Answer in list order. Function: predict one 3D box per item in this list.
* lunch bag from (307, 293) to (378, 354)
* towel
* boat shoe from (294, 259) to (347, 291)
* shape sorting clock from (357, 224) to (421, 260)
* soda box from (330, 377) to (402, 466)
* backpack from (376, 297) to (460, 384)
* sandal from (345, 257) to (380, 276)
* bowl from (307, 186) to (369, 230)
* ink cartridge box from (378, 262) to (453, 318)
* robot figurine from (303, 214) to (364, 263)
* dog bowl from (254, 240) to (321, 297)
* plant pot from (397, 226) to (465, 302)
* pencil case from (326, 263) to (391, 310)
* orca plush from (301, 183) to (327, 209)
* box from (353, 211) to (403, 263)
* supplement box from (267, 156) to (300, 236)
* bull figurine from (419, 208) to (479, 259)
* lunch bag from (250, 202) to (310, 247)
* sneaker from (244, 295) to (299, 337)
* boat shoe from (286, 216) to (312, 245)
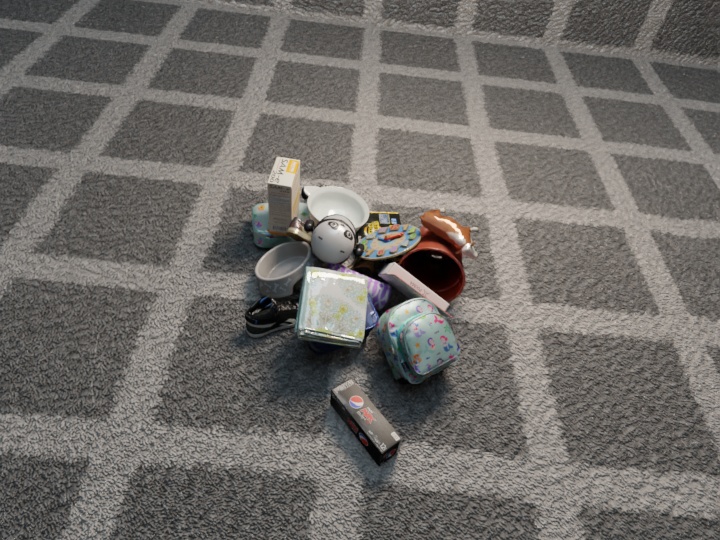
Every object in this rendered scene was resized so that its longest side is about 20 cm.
[{"bbox_3d":[-0.067,0.139,1.418,0.200,0.132,0.136,-14,67,-21],"label":"lunch bag"},{"bbox_3d":[-0.070,0.091,1.340,0.171,0.048,0.200,12,60,-12],"label":"towel"},{"bbox_3d":[-0.108,0.003,1.583,0.200,0.072,0.065,-31,63,-25],"label":"boat shoe"},{"bbox_3d":[0.080,-0.086,1.555,0.200,0.039,0.200,-14,23,6],"label":"shape sorting clock"},{"bbox_3d":[0.010,0.355,1.259,0.063,0.071,0.200,-26,55,-27],"label":"soda box"},{"bbox_3d":[0.143,0.173,1.352,0.177,0.151,0.200,-22,81,-24],"label":"backpack"},{"bbox_3d":[0.000,0.000,1.587,0.200,0.080,0.054,-37,39,-28],"label":"sandal"},{"bbox_3d":[-0.079,-0.170,1.687,0.201,0.090,0.201,10,45,-10],"label":"bowl"},{"bbox_3d":[0.157,0.053,1.455,0.200,0.176,0.045,37,81,-10],"label":"ink cartridge box"},{"bbox_3d":[-0.073,-0.093,1.492,0.150,0.125,0.200,-12,14,5],"label":"robot figurine"},{"bbox_3d":[-0.213,-0.011,1.531,0.200,0.059,0.200,-15,37,12],"label":"dog bowl"},{"bbox_3d":[0.223,-0.035,1.591,0.200,0.201,0.195,15,38,7],"label":"plant pot"},{"bbox_3d":[-0.006,0.041,1.509,0.200,0.084,0.086,23,40,-10],"label":"pencil case"},{"bbox_3d":[-0.121,-0.233,1.805,0.200,0.071,0.105,-4,62,-41],"label":"orca plush"},{"bbox_3d":[0.057,-0.109,1.726,0.159,0.049,0.200,3,46,-8],"label":"box"},{"bbox_3d":[-0.226,-0.216,1.576,0.073,0.200,0.126,9,48,0],"label":"supplement box"},{"bbox_3d":[0.263,-0.110,1.503,0.200,0.065,0.121,38,30,19],"label":"bull figurine"},{"bbox_3d":[-0.250,-0.141,1.694,0.199,0.077,0.161,-3,49,-10],"label":"lunch bag"},{"bbox_3d":[-0.215,0.104,1.440,0.200,0.112,0.073,-24,55,-27],"label":"sneaker"},{"bbox_3d":[-0.136,-0.101,1.607,0.072,0.200,0.065,9,77,47],"label":"boat shoe"}]
